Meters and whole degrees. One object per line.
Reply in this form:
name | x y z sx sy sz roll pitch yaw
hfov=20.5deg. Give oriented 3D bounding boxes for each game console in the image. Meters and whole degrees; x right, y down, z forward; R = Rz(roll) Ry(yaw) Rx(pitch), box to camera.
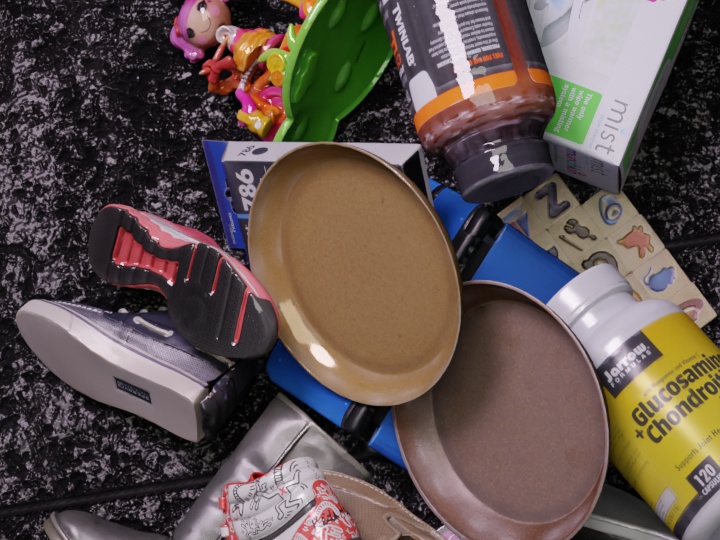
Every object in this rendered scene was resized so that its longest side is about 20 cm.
game console | 0.055 0.049 1.550 0.170 0.118 0.201 30 86 43

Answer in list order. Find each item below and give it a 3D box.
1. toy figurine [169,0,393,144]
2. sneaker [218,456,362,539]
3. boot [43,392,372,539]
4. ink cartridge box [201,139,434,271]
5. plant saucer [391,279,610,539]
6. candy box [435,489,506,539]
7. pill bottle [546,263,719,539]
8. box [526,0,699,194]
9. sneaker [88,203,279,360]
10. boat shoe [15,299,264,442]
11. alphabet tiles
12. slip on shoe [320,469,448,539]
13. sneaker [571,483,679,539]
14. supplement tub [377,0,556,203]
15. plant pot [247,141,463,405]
toy figurine | -0.086 -0.196 1.578 0.183 0.150 0.201 33 110 24
sneaker | -0.080 0.218 1.451 0.201 0.067 0.108 -43 66 32
boot | -0.117 0.176 1.523 0.181 0.073 0.201 37 92 -3
ink cartridge box | -0.037 -0.046 1.510 0.198 0.039 0.100 3 121 31
plant saucer | 0.105 0.104 1.431 0.199 0.034 0.202 13 108 41
candy box | 0.063 0.274 1.491 0.199 0.061 0.137 -36 78 0
pill bottle | 0.215 0.093 1.426 0.112 0.112 0.200 -40 67 -2
box | 0.159 -0.188 1.548 0.175 0.097 0.201 23 82 12
sneaker | -0.117 0.002 1.520 0.200 0.086 0.074 32 111 36
boat shoe | -0.168 0.057 1.559 0.199 0.075 0.093 26 51 23
alphabet tiles | 0.171 0.031 1.552 0.166 0.006 0.201 -36 78 -2
slip on shoe | 0.016 0.206 1.449 0.199 0.061 0.076 34 82 18
sneaker | 0.194 0.222 1.483 0.199 0.071 0.100 17 110 27
supplement tub | 0.078 -0.154 1.448 0.106 0.107 0.202 -17 76 3
plant pot | 0.000 0.000 1.450 0.027 0.200 0.200 -27 73 -44
